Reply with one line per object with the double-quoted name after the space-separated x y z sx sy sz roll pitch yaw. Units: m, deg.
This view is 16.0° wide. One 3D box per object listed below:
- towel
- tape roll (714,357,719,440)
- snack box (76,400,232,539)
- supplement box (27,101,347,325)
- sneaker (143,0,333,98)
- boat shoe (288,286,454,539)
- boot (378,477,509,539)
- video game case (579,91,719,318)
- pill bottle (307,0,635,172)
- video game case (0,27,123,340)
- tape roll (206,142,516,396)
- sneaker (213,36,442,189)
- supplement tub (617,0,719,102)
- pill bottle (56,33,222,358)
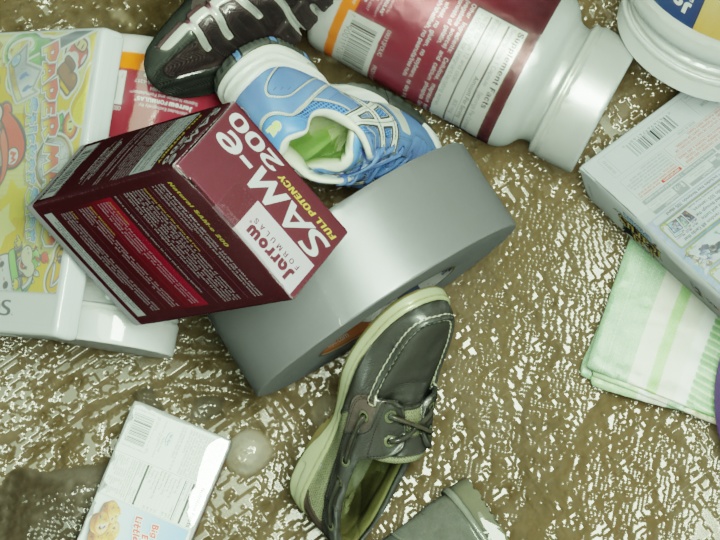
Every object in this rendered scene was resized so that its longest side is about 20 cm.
0.265 0.039 1.728 0.199 0.023 0.153 21 83 3 "towel"
0.336 0.084 1.677 0.199 0.066 0.201 1 83 -5 "tape roll"
-0.156 0.193 1.703 0.072 0.024 0.201 22 84 1 "snack box"
-0.107 -0.031 1.529 0.109 0.200 0.061 49 63 -19 "supplement box"
-0.071 -0.203 1.646 0.200 0.076 0.116 -36 56 -1 "sneaker"
0.018 0.098 1.636 0.072 0.201 0.066 -7 48 -40 "boat shoe"
0.025 0.252 1.675 0.200 0.073 0.182 -31 71 -11 "boot"
0.276 -0.065 1.674 0.200 0.046 0.181 -36 48 -8 "video game case"
0.076 -0.154 1.700 0.199 0.114 0.114 29 84 2 "pill bottle"
-0.237 -0.058 1.675 0.182 0.023 0.201 2 81 42 "video game case"
0.000 0.000 1.639 0.200 0.200 0.066 -33 83 -4 "tape roll"
-0.013 -0.081 1.664 0.076 0.200 0.077 -47 51 22 "sneaker"
0.250 -0.219 1.622 0.144 0.200 0.145 9 45 -10 "supplement tub"
-0.150 -0.048 1.687 0.112 0.113 0.201 9 84 0 "pill bottle"
